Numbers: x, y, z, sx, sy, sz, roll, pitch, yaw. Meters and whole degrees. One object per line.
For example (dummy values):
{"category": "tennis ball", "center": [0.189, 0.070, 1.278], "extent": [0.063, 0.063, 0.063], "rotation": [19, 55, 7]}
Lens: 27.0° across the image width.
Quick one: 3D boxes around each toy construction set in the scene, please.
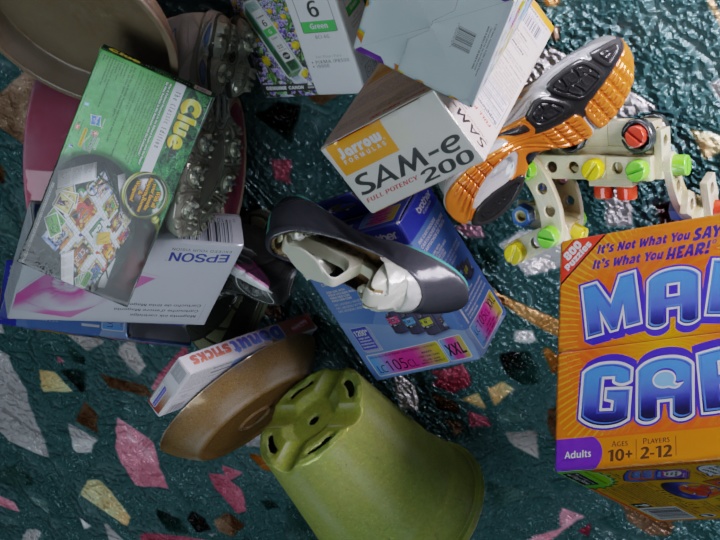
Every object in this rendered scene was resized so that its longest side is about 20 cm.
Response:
{"category": "toy construction set", "center": [0.217, -0.069, 1.288], "extent": [0.198, 0.092, 0.133], "rotation": [0, 103, 19]}

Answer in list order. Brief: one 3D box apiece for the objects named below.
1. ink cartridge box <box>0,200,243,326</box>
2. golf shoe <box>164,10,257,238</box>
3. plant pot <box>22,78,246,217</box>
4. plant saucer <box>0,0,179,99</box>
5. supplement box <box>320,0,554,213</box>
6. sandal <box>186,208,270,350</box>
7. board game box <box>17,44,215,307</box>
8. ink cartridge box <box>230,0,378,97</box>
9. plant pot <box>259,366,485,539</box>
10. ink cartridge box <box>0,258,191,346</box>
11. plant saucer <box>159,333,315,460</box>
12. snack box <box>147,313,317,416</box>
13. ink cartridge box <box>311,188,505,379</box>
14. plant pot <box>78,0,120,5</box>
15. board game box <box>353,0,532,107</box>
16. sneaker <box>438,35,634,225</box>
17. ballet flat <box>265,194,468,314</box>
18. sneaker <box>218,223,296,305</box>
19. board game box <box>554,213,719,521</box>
{"category": "ink cartridge box", "center": [-0.229, 0.012, 1.409], "extent": [0.194, 0.044, 0.201], "rotation": [2, 145, -22]}
{"category": "golf shoe", "center": [-0.155, -0.131, 1.330], "extent": [0.096, 0.078, 0.202], "rotation": [11, 89, 28]}
{"category": "plant pot", "center": [-0.207, -0.106, 1.427], "extent": [0.177, 0.201, 0.201], "rotation": [4, 131, 6]}
{"category": "plant saucer", "center": [-0.241, -0.212, 1.260], "extent": [0.198, 0.030, 0.201], "rotation": [18, 151, 10]}
{"category": "supplement box", "center": [0.066, -0.149, 1.222], "extent": [0.125, 0.201, 0.074], "rotation": [-23, 115, 40]}
{"category": "sandal", "center": [-0.119, 0.021, 1.572], "extent": [0.080, 0.057, 0.202], "rotation": [42, 123, 15]}
{"category": "board game box", "center": [-0.207, -0.078, 1.268], "extent": [0.104, 0.023, 0.201], "rotation": [24, 105, -6]}
{"category": "ink cartridge box", "center": [-0.061, -0.250, 1.310], "extent": [0.108, 0.051, 0.201], "rotation": [1, 128, 29]}
{"category": "plant pot", "center": [-0.001, 0.205, 1.546], "extent": [0.199, 0.201, 0.185], "rotation": [-14, 129, 36]}
{"category": "ink cartridge box", "center": [-0.295, 0.033, 1.617], "extent": [0.198, 0.136, 0.077], "rotation": [7, 86, 24]}
{"category": "plant saucer", "center": [-0.119, 0.143, 1.578], "extent": [0.036, 0.199, 0.201], "rotation": [52, 137, 15]}
{"category": "snack box", "center": [-0.128, 0.095, 1.539], "extent": [0.024, 0.199, 0.072], "rotation": [49, 126, 17]}
{"category": "ink cartridge box", "center": [0.030, -0.001, 1.451], "extent": [0.136, 0.077, 0.201], "rotation": [-15, 117, 36]}
{"category": "plant pot", "center": [-0.209, -0.344, 1.245], "extent": [0.198, 0.140, 0.201], "rotation": [15, 134, 16]}
{"category": "board game box", "center": [0.086, -0.237, 1.134], "extent": [0.102, 0.201, 0.105], "rotation": [26, 136, 5]}
{"category": "sneaker", "center": [0.135, -0.134, 1.251], "extent": [0.200, 0.092, 0.076], "rotation": [-40, 128, 9]}
{"category": "ballet flat", "center": [0.000, 0.000, 1.356], "extent": [0.199, 0.073, 0.073], "rotation": [27, 136, 7]}
{"category": "sneaker", "center": [-0.141, -0.003, 1.508], "extent": [0.199, 0.080, 0.087], "rotation": [30, 125, 39]}
{"category": "board game box", "center": [0.297, 0.087, 1.251], "extent": [0.198, 0.202, 0.199], "rotation": [-10, 155, 34]}
